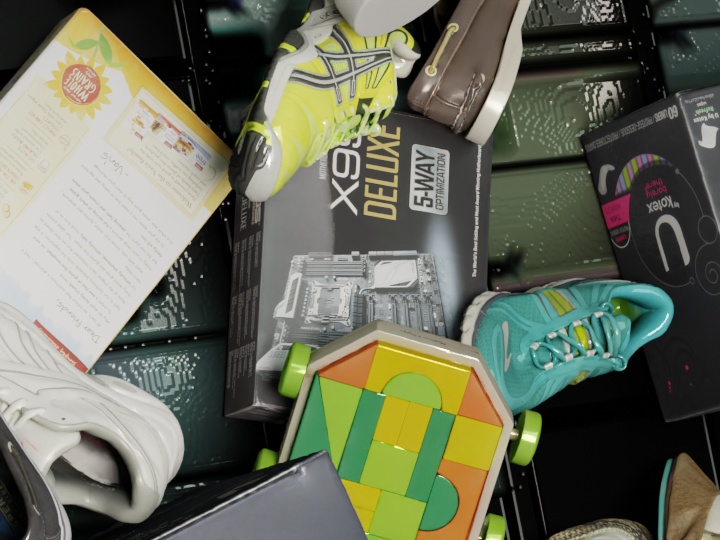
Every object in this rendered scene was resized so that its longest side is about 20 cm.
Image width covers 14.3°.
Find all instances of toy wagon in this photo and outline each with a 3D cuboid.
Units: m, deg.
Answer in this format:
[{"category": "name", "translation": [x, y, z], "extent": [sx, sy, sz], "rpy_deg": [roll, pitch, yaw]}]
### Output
[{"category": "toy wagon", "translation": [0.013, 0.132, 1.699], "extent": [0.154, 0.040, 0.201], "rpy_deg": [16, 106, -4]}]

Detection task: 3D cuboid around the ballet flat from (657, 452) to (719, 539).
[{"category": "ballet flat", "translation": [0.215, 0.191, 1.797], "extent": [0.200, 0.072, 0.068], "rpy_deg": [-68, 149, -50]}]

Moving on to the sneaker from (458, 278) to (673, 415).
[{"category": "sneaker", "translation": [0.125, 0.041, 1.778], "extent": [0.200, 0.079, 0.078], "rpy_deg": [-26, 106, -53]}]

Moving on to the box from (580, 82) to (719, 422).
[{"category": "box", "translation": [0.240, -0.016, 1.865], "extent": [0.106, 0.122, 0.201], "rpy_deg": [-15, 85, -30]}]

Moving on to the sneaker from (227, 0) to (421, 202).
[{"category": "sneaker", "translation": [-0.018, -0.106, 1.710], "extent": [0.076, 0.076, 0.200], "rpy_deg": [29, 44, -1]}]

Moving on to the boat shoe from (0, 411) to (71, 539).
[{"category": "boat shoe", "translation": [-0.229, 0.082, 1.540], "extent": [0.070, 0.066, 0.200], "rpy_deg": [-35, 73, -2]}]

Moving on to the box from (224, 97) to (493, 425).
[{"category": "box", "translation": [0.000, 0.000, 1.778], "extent": [0.157, 0.050, 0.201], "rpy_deg": [10, 74, -25]}]

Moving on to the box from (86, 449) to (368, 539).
[{"category": "box", "translation": [-0.113, 0.201, 1.588], "extent": [0.196, 0.200, 0.118], "rpy_deg": [-26, 91, -29]}]

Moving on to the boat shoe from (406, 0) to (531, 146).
[{"category": "boat shoe", "translation": [0.075, -0.165, 1.829], "extent": [0.059, 0.072, 0.201], "rpy_deg": [21, 49, -6]}]

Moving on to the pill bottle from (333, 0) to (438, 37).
[{"category": "pill bottle", "translation": [-0.023, -0.243, 1.712], "extent": [0.112, 0.112, 0.200], "rpy_deg": [-26, 72, -29]}]

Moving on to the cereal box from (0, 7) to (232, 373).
[{"category": "cereal box", "translation": [-0.177, -0.036, 1.699], "extent": [0.144, 0.039, 0.200], "rpy_deg": [45, 63, -14]}]

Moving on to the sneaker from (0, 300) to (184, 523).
[{"category": "sneaker", "translation": [-0.190, 0.078, 1.605], "extent": [0.199, 0.099, 0.078], "rpy_deg": [24, 107, -9]}]

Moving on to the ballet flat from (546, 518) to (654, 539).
[{"category": "ballet flat", "translation": [0.121, 0.198, 1.782], "extent": [0.199, 0.075, 0.068], "rpy_deg": [-13, 83, -29]}]
